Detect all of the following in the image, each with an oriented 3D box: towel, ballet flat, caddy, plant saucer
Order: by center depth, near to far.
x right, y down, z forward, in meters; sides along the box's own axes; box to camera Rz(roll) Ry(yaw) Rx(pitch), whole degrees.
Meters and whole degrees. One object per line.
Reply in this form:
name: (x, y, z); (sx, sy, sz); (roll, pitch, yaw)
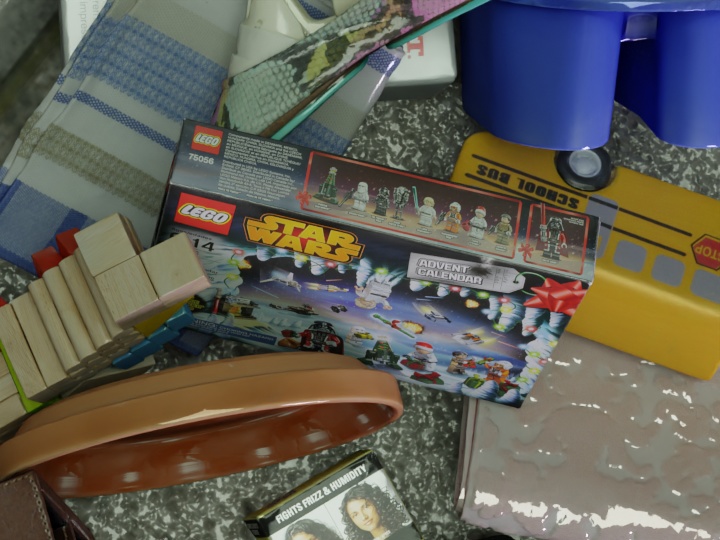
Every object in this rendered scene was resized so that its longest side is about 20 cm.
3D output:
ballet flat: (-0.006, -0.121, 1.192); (0.200, 0.069, 0.071); (-33, 100, 11)
plant saucer: (-0.079, 0.073, 1.228); (0.199, 0.200, 0.032); (-11, 78, -8)
towel: (-0.087, -0.066, 1.251); (0.146, 0.024, 0.200); (28, 108, -21)
caddy: (0.121, -0.125, 1.272); (0.141, 0.200, 0.106); (-1, 103, -10)
towel: (0.153, 0.059, 1.304); (0.199, 0.032, 0.192); (11, 60, -6)

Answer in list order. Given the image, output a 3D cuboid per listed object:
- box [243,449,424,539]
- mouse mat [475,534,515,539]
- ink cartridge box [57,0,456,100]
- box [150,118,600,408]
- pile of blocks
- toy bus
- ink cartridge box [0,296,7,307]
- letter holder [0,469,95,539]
box: (0.021, 0.196, 1.308); (0.075, 0.050, 0.201); (-29, 91, -11)
mouse mat: (0.053, 0.237, 1.257); (0.160, 0.008, 0.201); (-6, 75, -42)
ink cartridge box: (-0.056, -0.158, 1.300); (0.199, 0.084, 0.147); (-4, 89, -8)
box: (0.000, 0.000, 1.206); (0.199, 0.137, 0.040); (13, 59, -5)
pile of blocks: (-0.135, 0.021, 1.208); (0.082, 0.200, 0.062); (-11, 70, -47)
toy bus: (0.136, -0.006, 1.281); (0.199, 0.065, 0.079); (20, 58, 1)
ink cartridge box: (-0.253, 0.061, 1.240); (0.174, 0.044, 0.200); (-46, 120, -3)
letter holder: (-0.211, 0.204, 1.178); (0.199, 0.101, 0.143); (-21, 65, 2)
